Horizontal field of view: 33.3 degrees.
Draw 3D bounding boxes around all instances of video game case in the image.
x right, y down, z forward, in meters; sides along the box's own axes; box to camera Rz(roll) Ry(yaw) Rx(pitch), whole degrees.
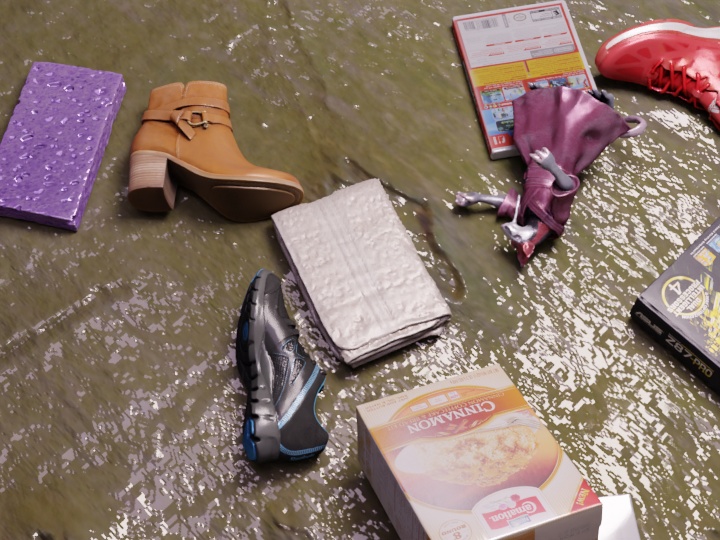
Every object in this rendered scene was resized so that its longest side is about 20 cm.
[{"bbox_3d":[0.196,-0.225,1.403,0.141,0.018,0.202,-9,61,-5],"label":"video game case"}]

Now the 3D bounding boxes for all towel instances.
[{"bbox_3d":[0.000,0.000,1.266,0.131,0.035,0.201,-20,61,-12],"label":"towel"}]

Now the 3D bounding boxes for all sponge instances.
[{"bbox_3d":[-0.342,-0.143,1.349,0.110,0.030,0.202,9,61,5],"label":"sponge"}]

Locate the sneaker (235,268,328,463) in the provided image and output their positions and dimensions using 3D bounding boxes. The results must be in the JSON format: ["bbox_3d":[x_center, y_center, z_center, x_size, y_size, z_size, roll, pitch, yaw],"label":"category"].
[{"bbox_3d":[-0.079,0.095,1.201,0.081,0.073,0.202,3,65,-17],"label":"sneaker"}]

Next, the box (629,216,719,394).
[{"bbox_3d":[0.401,0.028,1.241,0.199,0.049,0.161,-39,71,-21],"label":"box"}]

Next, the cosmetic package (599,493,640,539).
[{"bbox_3d":[0.161,0.292,1.089,0.197,0.052,0.152,-5,58,-3],"label":"cosmetic package"}]

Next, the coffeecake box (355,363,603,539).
[{"bbox_3d":[0.101,0.189,1.085,0.152,0.074,0.200,-14,37,-16],"label":"coffeecake box"}]

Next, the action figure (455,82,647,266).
[{"bbox_3d":[0.202,-0.097,1.299,0.148,0.133,0.202,21,77,-32],"label":"action figure"}]

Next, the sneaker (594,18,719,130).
[{"bbox_3d":[0.372,-0.217,1.365,0.197,0.079,0.117,-6,59,-2],"label":"sneaker"}]

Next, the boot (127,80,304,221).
[{"bbox_3d":[-0.155,-0.139,1.325,0.197,0.074,0.156,5,56,0],"label":"boot"}]
